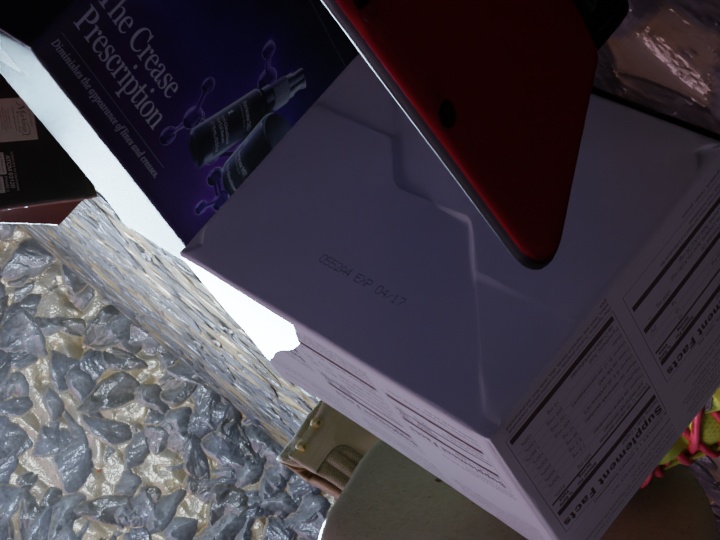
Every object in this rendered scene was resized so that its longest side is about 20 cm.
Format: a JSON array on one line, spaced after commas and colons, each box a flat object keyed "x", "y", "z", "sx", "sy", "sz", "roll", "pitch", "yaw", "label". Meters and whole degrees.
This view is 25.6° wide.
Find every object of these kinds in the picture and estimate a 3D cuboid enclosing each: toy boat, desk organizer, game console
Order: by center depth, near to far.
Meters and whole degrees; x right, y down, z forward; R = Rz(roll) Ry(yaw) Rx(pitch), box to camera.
[{"x": -0.005, "y": -0.120, "z": 0.523, "sx": 0.172, "sy": 0.119, "sz": 0.200, "roll": 26, "pitch": 161, "yaw": 49, "label": "game console"}, {"x": 0.084, "y": 0.158, "z": 0.795, "sx": 0.200, "sy": 0.131, "sz": 0.131, "roll": 0, "pitch": 123, "yaw": 28, "label": "toy boat"}, {"x": -0.223, "y": -0.125, "z": 0.957, "sx": 0.077, "sy": 0.072, "sz": 0.200, "roll": -29, "pitch": 73, "yaw": 62, "label": "desk organizer"}]

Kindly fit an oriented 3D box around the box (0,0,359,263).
[{"x": -0.086, "y": -0.109, "z": 0.758, "sx": 0.079, "sy": 0.141, "sz": 0.200, "roll": 30, "pitch": 165, "yaw": 32, "label": "box"}]

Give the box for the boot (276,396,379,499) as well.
[{"x": -0.019, "y": 0.077, "z": 1.193, "sx": 0.200, "sy": 0.156, "sz": 0.073, "roll": 40, "pitch": 168, "yaw": 1, "label": "boot"}]

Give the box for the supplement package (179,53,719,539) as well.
[{"x": 0.053, "y": 0.002, "z": 0.699, "sx": 0.200, "sy": 0.156, "sz": 0.111, "roll": 29, "pitch": 162, "yaw": 42, "label": "supplement package"}]

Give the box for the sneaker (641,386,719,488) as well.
[{"x": 0.135, "y": 0.067, "z": 0.729, "sx": 0.200, "sy": 0.090, "sz": 0.078, "roll": -3, "pitch": 140, "yaw": 28, "label": "sneaker"}]
